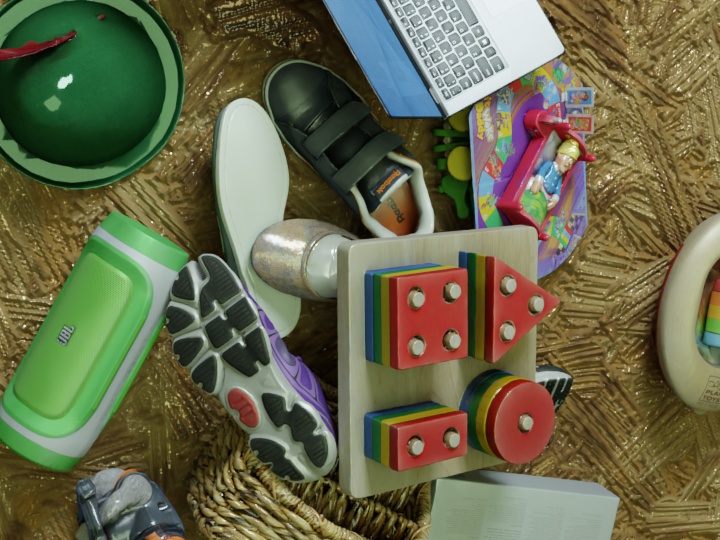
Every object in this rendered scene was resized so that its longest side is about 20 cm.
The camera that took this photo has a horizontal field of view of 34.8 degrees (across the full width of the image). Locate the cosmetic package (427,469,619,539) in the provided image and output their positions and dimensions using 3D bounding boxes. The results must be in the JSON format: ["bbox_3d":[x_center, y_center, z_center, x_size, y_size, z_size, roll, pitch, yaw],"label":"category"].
[{"bbox_3d":[0.139,0.274,1.103,0.197,0.052,0.154,10,95,-19],"label":"cosmetic package"}]

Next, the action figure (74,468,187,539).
[{"bbox_3d":[-0.171,0.247,0.955,0.104,0.193,0.202,-29,150,-31],"label":"action figure"}]

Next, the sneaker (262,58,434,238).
[{"bbox_3d":[-0.002,-0.099,0.982,0.078,0.079,0.200,-44,107,-4],"label":"sneaker"}]

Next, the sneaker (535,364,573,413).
[{"bbox_3d":[0.112,0.109,1.057,0.197,0.080,0.075,-5,130,-34],"label":"sneaker"}]

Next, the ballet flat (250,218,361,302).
[{"bbox_3d":[0.000,0.000,0.972,0.198,0.067,0.069,12,88,-40],"label":"ballet flat"}]

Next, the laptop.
[{"bbox_3d":[0.054,-0.230,0.924,0.198,0.116,0.189,-29,85,-11],"label":"laptop"}]

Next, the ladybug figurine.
[{"bbox_3d":[0.343,0.038,1.113,0.134,0.072,0.204,13,95,-19],"label":"ladybug figurine"}]

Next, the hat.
[{"bbox_3d":[-0.217,-0.133,0.855,0.197,0.176,0.168,-25,106,-11],"label":"hat"}]

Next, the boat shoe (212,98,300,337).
[{"bbox_3d":[-0.099,-0.042,0.966,0.072,0.061,0.204,-20,109,-38],"label":"boat shoe"}]

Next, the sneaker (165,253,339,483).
[{"bbox_3d":[-0.085,0.079,0.931,0.080,0.083,0.202,-30,94,15],"label":"sneaker"}]

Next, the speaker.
[{"bbox_3d":[-0.219,0.058,0.938,0.088,0.088,0.202,29,90,-19],"label":"speaker"}]

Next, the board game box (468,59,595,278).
[{"bbox_3d":[0.166,-0.088,1.019,0.156,0.039,0.204,-17,108,-39],"label":"board game box"}]

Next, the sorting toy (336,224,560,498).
[{"bbox_3d":[0.081,0.074,0.930,0.196,0.069,0.204,-6,100,-34],"label":"sorting toy"}]

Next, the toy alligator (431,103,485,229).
[{"bbox_3d":[0.090,-0.092,1.026,0.053,0.059,0.204,5,102,25],"label":"toy alligator"}]

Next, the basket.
[{"bbox_3d":[-0.031,0.187,0.987,0.199,0.143,0.150,33,90,-19],"label":"basket"}]
